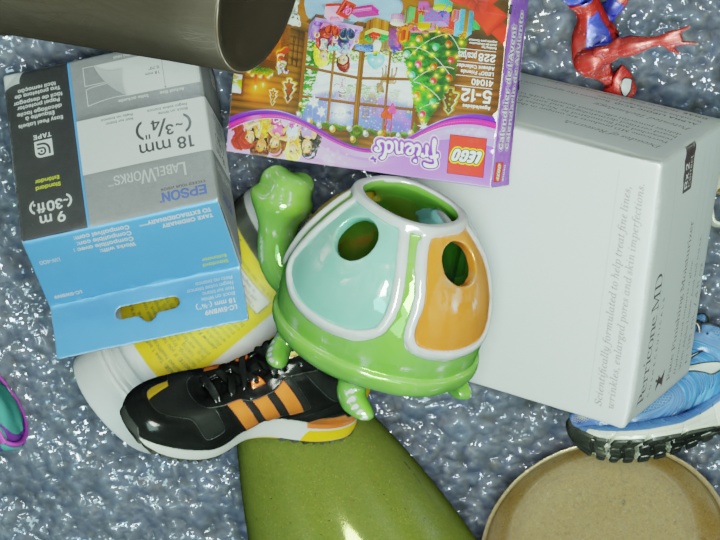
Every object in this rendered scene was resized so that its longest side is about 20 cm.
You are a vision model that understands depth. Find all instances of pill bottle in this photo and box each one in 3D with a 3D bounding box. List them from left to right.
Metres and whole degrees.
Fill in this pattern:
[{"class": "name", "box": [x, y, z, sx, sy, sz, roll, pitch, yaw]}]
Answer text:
[{"class": "pill bottle", "box": [-0.109, 0.038, 1.601, 0.200, 0.114, 0.114, -40, 107, 14]}]

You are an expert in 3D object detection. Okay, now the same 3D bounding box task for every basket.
[{"class": "basket", "box": [-0.151, -0.210, 1.445, 0.200, 0.136, 0.180, 19, 144, 21]}]

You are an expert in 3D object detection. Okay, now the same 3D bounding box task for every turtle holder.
[{"class": "turtle holder", "box": [0.011, 0.002, 1.464, 0.141, 0.186, 0.132, 2, 118, -23]}]

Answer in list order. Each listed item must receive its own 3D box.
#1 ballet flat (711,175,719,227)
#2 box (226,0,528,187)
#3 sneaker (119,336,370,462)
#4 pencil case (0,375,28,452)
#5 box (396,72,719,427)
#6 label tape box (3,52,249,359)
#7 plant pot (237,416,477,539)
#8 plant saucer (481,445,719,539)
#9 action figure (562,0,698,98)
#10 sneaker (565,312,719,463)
[{"class": "ballet flat", "box": [0.249, -0.069, 1.582, 0.200, 0.071, 0.065, 13, 79, -4]}, {"class": "box", "box": [0.010, -0.136, 1.465, 0.200, 0.039, 0.137, 9, 98, 23]}, {"class": "sneaker", "box": [-0.074, 0.075, 1.522, 0.200, 0.070, 0.090, -2, 132, -38]}, {"class": "pencil case", "box": [-0.356, 0.141, 1.651, 0.200, 0.092, 0.085, -28, 113, 9]}, {"class": "box", "box": [0.134, -0.022, 1.531, 0.200, 0.131, 0.199, 17, 114, 26]}, {"class": "label tape box", "box": [-0.165, -0.053, 1.530, 0.144, 0.063, 0.200, -12, 67, 4]}, {"class": "plant pot", "box": [-0.009, 0.197, 1.646, 0.187, 0.187, 0.200, -24, 94, 9]}, {"class": "plant saucer", "box": [0.193, 0.218, 1.716, 0.200, 0.035, 0.201, 0, 112, 0]}, {"class": "action figure", "box": [0.173, -0.213, 1.528, 0.099, 0.065, 0.200, -15, 111, 19]}, {"class": "sneaker", "box": [0.246, 0.085, 1.643, 0.200, 0.079, 0.089, -17, 74, -10]}]
